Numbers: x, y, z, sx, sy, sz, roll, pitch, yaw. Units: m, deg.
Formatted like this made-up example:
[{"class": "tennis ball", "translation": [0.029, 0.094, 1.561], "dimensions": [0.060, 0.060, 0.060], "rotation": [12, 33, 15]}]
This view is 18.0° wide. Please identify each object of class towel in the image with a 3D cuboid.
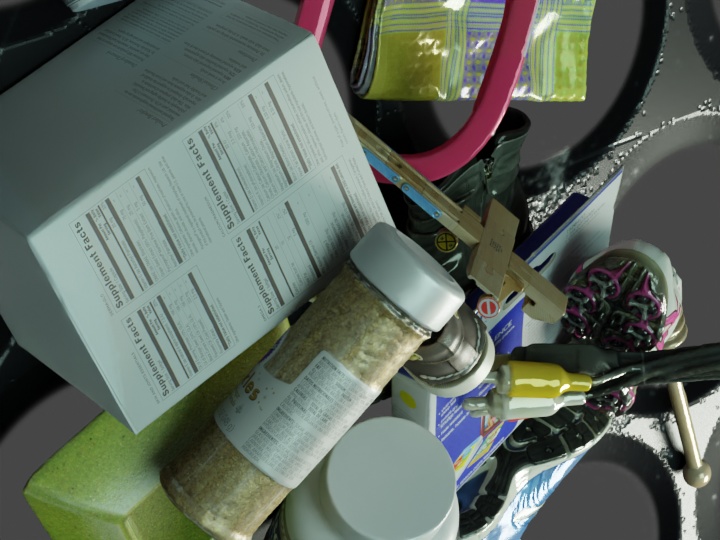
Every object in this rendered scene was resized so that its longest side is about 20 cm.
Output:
[{"class": "towel", "translation": [0.083, -0.178, 1.496], "dimensions": [0.200, 0.023, 0.144], "rotation": [-1, 109, -36]}]

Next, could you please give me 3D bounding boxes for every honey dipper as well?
[{"class": "honey dipper", "translation": [0.238, 0.091, 1.722], "dimensions": [0.038, 0.038, 0.200], "rotation": [-33, 128, -21]}]

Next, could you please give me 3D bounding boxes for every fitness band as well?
[{"class": "fitness band", "translation": [0.033, -0.153, 1.418], "dimensions": [0.143, 0.037, 0.200], "rotation": [16, 100, -3]}]

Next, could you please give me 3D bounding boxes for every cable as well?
[{"class": "cable", "translation": [0.165, 0.076, 1.457], "dimensions": [0.097, 0.199, 0.050], "rotation": [86, 6, -70]}]

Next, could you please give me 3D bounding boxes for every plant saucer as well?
[{"class": "plant saucer", "translation": [-0.100, 0.119, 1.418], "dimensions": [0.200, 0.048, 0.200], "rotation": [-42, 155, -14]}]

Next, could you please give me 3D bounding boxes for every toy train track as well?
[{"class": "toy train track", "translation": [0.040, -0.032, 1.382], "dimensions": [0.200, 0.115, 0.033], "rotation": [40, 115, -9]}]

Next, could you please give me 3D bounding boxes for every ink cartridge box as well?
[{"class": "ink cartridge box", "translation": [0.094, 0.041, 1.517], "dimensions": [0.198, 0.047, 0.200], "rotation": [-43, 151, -28]}]

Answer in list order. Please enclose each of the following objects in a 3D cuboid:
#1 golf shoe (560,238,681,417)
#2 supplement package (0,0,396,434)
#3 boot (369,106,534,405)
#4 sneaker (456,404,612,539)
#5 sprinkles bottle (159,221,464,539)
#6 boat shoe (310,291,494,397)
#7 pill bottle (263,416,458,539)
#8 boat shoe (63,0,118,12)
[{"class": "golf shoe", "translation": [0.177, 0.019, 1.518], "dimensions": [0.092, 0.073, 0.200], "rotation": [-55, 169, -21]}, {"class": "supplement package", "translation": [-0.118, -0.043, 1.320], "dimensions": [0.200, 0.152, 0.151], "rotation": [-38, 127, -18]}, {"class": "boot", "translation": [0.038, -0.015, 1.485], "dimensions": [0.200, 0.068, 0.131], "rotation": [-44, 148, -23]}, {"class": "sneaker", "translation": [0.101, 0.147, 1.628], "dimensions": [0.200, 0.079, 0.089], "rotation": [-36, 155, -30]}, {"class": "sprinkles bottle", "translation": [-0.028, 0.067, 1.309], "dimensions": [0.200, 0.068, 0.068], "rotation": [-49, 131, 7]}, {"class": "boat shoe", "translation": [0.000, 0.000, 1.393], "dimensions": [0.072, 0.200, 0.060], "rotation": [-45, 147, -3]}, {"class": "pill bottle", "translation": [0.001, 0.166, 1.465], "dimensions": [0.111, 0.111, 0.200], "rotation": [-31, 165, -23]}, {"class": "boat shoe", "translation": [-0.097, -0.209, 1.328], "dimensions": [0.200, 0.070, 0.066], "rotation": [-24, 94, -28]}]
